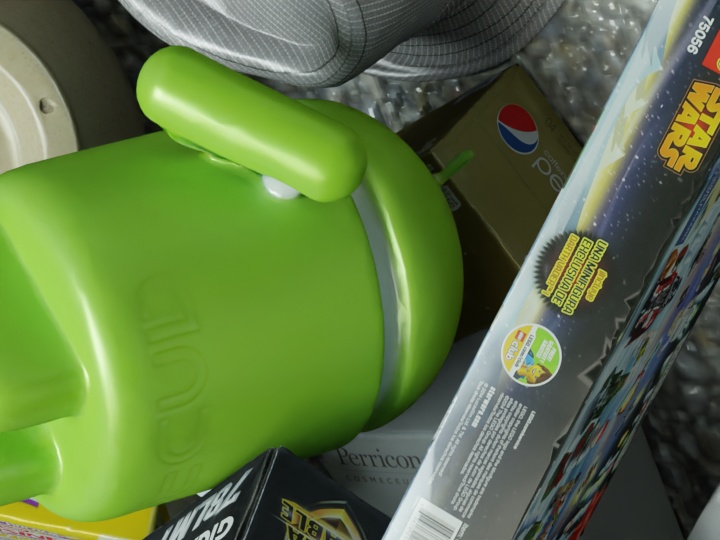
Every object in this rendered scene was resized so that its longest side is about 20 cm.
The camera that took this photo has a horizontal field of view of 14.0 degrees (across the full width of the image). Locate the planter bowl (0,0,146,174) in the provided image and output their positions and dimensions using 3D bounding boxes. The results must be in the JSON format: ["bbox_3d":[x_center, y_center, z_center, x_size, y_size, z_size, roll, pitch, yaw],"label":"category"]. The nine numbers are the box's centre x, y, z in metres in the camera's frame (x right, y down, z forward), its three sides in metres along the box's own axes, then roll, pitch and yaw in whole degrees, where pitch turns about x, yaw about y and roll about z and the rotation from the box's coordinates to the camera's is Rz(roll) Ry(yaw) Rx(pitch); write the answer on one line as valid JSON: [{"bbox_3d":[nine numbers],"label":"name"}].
[{"bbox_3d":[-0.165,-0.032,1.054,0.200,0.200,0.135,49,169,-7],"label":"planter bowl"}]

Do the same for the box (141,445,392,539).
[{"bbox_3d":[-0.008,0.161,0.990,0.200,0.050,0.198,34,139,-17],"label":"box"}]

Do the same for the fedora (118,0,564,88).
[{"bbox_3d":[-0.031,-0.128,0.981,0.200,0.090,0.177,46,139,-4],"label":"fedora"}]

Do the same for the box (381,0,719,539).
[{"bbox_3d":[0.082,0.003,0.906,0.040,0.137,0.201,30,105,13],"label":"box"}]

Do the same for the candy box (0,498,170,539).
[{"bbox_3d":[-0.167,0.075,1.044,0.199,0.027,0.102,12,165,1],"label":"candy box"}]

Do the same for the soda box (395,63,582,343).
[{"bbox_3d":[0.000,0.000,1.085,0.068,0.064,0.200,52,139,-9],"label":"soda box"}]

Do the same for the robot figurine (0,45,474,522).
[{"bbox_3d":[-0.052,0.011,0.953,0.116,0.199,0.176,56,146,28],"label":"robot figurine"}]

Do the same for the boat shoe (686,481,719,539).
[{"bbox_3d":[0.137,0.119,1.038,0.056,0.069,0.201,30,109,11],"label":"boat shoe"}]

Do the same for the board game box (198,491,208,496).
[{"bbox_3d":[-0.140,0.091,1.214,0.199,0.034,0.136,-18,98,20],"label":"board game box"}]

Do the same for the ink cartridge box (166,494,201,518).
[{"bbox_3d":[0.013,0.187,1.112,0.200,0.047,0.198,30,156,48],"label":"ink cartridge box"}]

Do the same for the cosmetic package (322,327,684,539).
[{"bbox_3d":[0.070,0.123,1.129,0.101,0.071,0.201,-1,123,39],"label":"cosmetic package"}]
